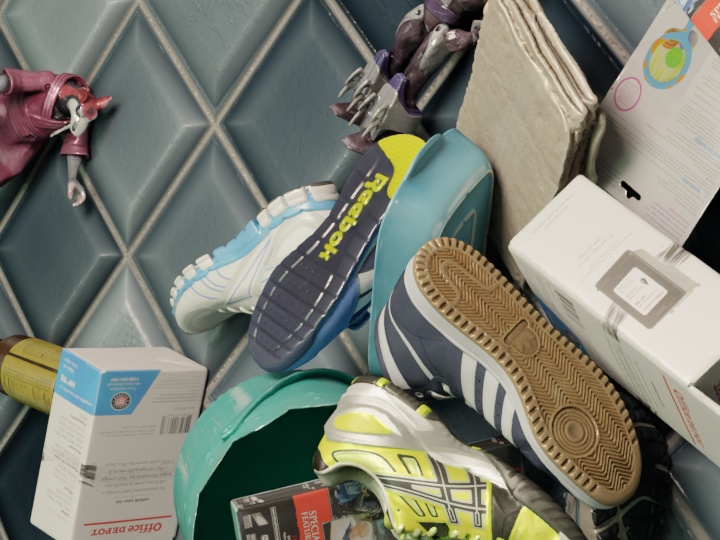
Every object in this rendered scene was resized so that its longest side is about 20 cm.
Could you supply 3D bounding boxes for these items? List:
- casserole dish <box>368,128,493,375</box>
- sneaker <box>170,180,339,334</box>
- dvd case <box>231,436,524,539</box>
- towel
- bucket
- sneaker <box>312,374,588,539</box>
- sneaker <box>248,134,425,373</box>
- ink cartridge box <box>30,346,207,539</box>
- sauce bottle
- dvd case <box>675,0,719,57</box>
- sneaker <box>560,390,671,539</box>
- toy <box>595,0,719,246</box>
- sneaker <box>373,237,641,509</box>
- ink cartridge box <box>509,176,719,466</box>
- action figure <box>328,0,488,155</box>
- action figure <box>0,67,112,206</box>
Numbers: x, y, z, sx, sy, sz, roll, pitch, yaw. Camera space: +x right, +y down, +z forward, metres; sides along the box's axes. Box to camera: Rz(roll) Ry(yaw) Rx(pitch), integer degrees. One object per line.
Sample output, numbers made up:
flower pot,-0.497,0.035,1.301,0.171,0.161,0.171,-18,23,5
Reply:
casserole dish,0.052,-0.005,1.162,0.039,0.121,0.200,25,138,19
sneaker,-0.079,0.013,1.350,0.200,0.075,0.087,-38,69,38
dvd case,0.021,0.201,1.129,0.022,0.200,0.146,-141,40,-70
towel,0.110,-0.090,1.128,0.200,0.034,0.133,103,148,-57
bucket,-0.036,0.171,1.197,0.135,0.207,0.207,-143,62,-69
sneaker,0.059,0.150,1.063,0.200,0.075,0.076,33,73,19
sneaker,0.000,0.000,1.216,0.200,0.082,0.074,-50,46,0
ink cartridge box,-0.212,0.170,1.446,0.067,0.116,0.200,22,104,43
sauce bottle,-0.308,0.095,1.584,0.200,0.065,0.065,16,100,46
dvd case,0.237,-0.225,1.024,0.146,0.022,0.200,-52,40,25
sneaker,0.149,0.178,1.108,0.086,0.078,0.200,1,89,49
toy,0.228,-0.122,1.056,0.115,0.047,0.200,47,117,43
sneaker,0.088,0.079,1.070,0.200,0.070,0.109,50,146,6
ink cartridge box,0.193,0.042,1.021,0.067,0.116,0.200,-43,52,-7
action figure,0.052,-0.178,1.224,0.200,0.069,0.130,-57,42,22
action figure,-0.306,-0.144,1.590,0.200,0.134,0.149,-13,36,32
